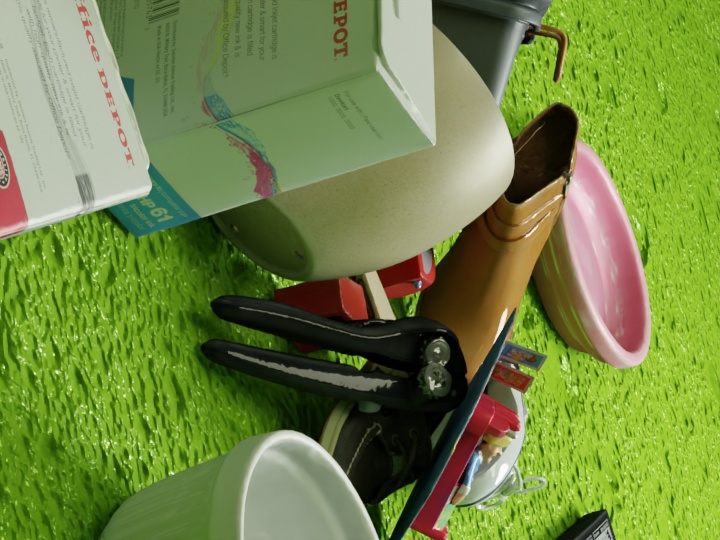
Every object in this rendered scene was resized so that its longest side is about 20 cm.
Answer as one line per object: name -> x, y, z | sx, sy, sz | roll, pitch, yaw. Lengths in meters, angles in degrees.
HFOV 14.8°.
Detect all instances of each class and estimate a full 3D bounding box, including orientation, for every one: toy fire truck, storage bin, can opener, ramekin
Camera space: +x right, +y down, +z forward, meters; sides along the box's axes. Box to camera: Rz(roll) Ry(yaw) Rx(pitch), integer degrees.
toy fire truck -> 0.000, 0.000, 1.877 | 0.200, 0.049, 0.141 | 34, 44, -61
storage bin -> 0.064, -0.130, 1.944 | 0.200, 0.145, 0.135 | -53, 156, -89
can opener -> -0.014, 0.055, 1.717 | 0.200, 0.079, 0.064 | 8, 81, -40
ramekin -> -0.062, 0.194, 1.492 | 0.200, 0.105, 0.200 | 50, 32, -46

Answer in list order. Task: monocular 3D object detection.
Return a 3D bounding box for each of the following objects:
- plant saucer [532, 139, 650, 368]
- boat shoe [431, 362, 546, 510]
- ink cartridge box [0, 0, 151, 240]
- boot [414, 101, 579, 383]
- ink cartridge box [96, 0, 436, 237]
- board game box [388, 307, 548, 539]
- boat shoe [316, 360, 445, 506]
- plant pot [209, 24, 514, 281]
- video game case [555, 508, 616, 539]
plant saucer -> 0.188, -0.010, 2.363 | 0.201, 0.051, 0.201 | 49, 32, -46
boat shoe -> 0.091, 0.134, 1.988 | 0.202, 0.074, 0.086 | -82, 153, -67
ink cartridge box -> -0.197, -0.086, 1.392 | 0.200, 0.083, 0.146 | -23, 96, -70
boot -> 0.096, -0.017, 1.958 | 0.155, 0.074, 0.200 | 114, -4, -70
ink cartridge box -> -0.060, -0.120, 1.601 | 0.085, 0.200, 0.145 | 49, 31, -46
board game box -> 0.069, 0.123, 1.783 | 0.039, 0.200, 0.158 | 27, 50, 0
boat shoe -> 0.015, 0.107, 1.774 | 0.200, 0.065, 0.073 | -59, 161, -56
plant pot -> -0.024, -0.071, 1.722 | 0.135, 0.200, 0.200 | -49, 128, -24
video game case -> 0.185, 0.294, 2.158 | 0.200, 0.025, 0.181 | -24, 96, -70
